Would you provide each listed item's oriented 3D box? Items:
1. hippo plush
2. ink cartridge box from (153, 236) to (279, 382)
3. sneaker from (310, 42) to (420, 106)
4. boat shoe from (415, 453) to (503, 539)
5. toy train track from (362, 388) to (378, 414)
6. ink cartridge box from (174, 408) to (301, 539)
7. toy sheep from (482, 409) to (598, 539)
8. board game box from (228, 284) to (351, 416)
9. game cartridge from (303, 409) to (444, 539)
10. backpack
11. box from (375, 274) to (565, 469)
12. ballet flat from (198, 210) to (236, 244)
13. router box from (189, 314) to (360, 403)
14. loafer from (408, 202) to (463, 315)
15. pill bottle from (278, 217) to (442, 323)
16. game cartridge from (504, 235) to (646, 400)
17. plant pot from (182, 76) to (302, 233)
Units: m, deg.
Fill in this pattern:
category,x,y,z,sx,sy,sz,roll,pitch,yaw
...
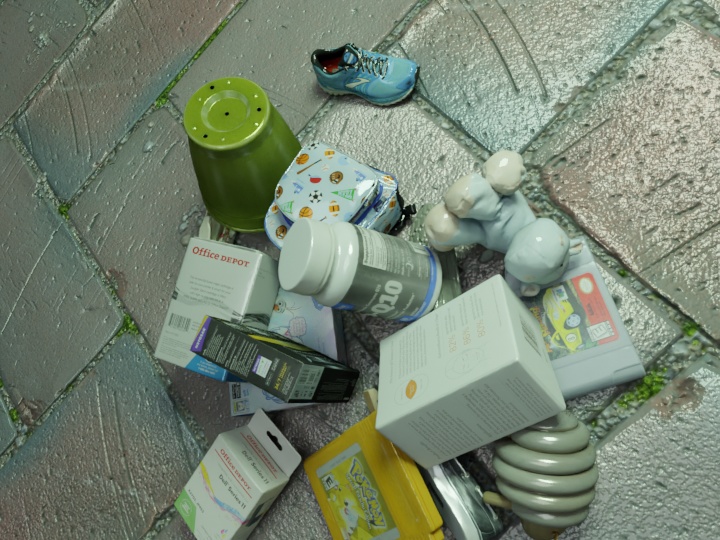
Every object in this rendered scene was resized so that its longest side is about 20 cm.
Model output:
category,x,y,z,sx,sy,sz,roll,pitch,yaw
hippo plush,0.187,-0.038,0.708,0.159,0.200,0.161,-38,74,11
ink cartridge box,-0.223,0.063,0.858,0.146,0.086,0.201,13,81,24
sneaker,0.002,-0.332,0.897,0.199,0.090,0.079,11,83,23
boat shoe,0.121,0.271,0.734,0.067,0.072,0.200,-20,52,-18
toy train track,0.054,0.264,0.765,0.032,0.115,0.201,-16,82,-25
ink cartridge box,-0.189,0.324,0.821,0.117,0.067,0.201,41,108,24
toy sheep,0.224,0.235,0.664,0.137,0.138,0.202,0,97,22
board game box,-0.123,0.123,0.874,0.198,0.043,0.201,-13,74,20
game cartridge,0.010,0.308,0.738,0.200,0.032,0.177,-47,62,40
backpack,-0.047,-0.086,0.822,0.199,0.154,0.191,30,86,25
box,0.128,0.129,0.680,0.199,0.106,0.153,-33,28,26
ballet flat,-0.252,-0.099,0.964,0.075,0.064,0.202,3,79,23
router box,-0.107,0.125,0.734,0.156,0.200,0.053,21,85,24
loafer,0.115,-0.006,0.798,0.070,0.069,0.201,-32,50,49
pill bottle,0.000,0.000,0.716,0.114,0.199,0.115,-31,53,51
game cartridge,0.278,0.067,0.730,0.133,0.041,0.201,-24,70,20
plant pot,-0.187,-0.192,0.856,0.199,0.193,0.202,-1,68,3
